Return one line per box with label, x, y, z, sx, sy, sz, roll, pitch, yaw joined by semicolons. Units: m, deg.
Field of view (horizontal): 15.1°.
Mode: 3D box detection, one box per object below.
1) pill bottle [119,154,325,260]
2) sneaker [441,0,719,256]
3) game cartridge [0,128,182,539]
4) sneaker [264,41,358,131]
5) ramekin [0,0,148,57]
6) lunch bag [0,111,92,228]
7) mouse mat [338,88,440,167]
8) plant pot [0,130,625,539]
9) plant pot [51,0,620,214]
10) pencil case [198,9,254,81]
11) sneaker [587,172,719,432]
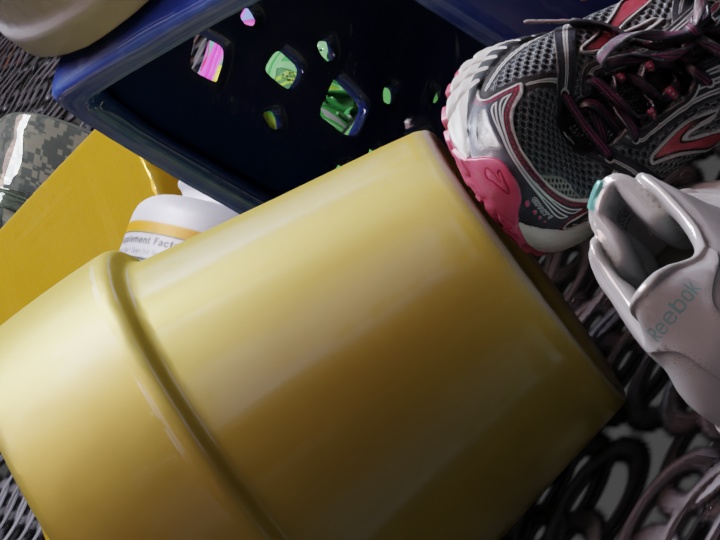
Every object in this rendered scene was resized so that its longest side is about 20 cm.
pill bottle;-0.073;0.039;1.274;0.109;0.109;0.200;-6;63;69
sneaker;0.105;-0.074;1.021;0.200;0.081;0.075;-36;4;-42
game cartridge;-0.130;0.041;1.427;0.176;0.032;0.200;-41;59;37
sneaker;-0.017;-0.087;1.471;0.083;0.074;0.200;-34;28;2
ramekin;-0.120;-0.200;1.159;0.202;0.094;0.203;-38;32;30
lunch bag;-0.210;0.004;1.761;0.200;0.139;0.168;-17;57;65
mouse mat;0.000;0.000;1.303;0.161;0.008;0.200;-48;33;30
plant pot;-0.012;0.053;1.026;0.189;0.201;0.201;-36;19;7
plant pot;0.011;-0.133;1.186;0.200;0.200;0.180;-25;45;43
pencil case;-0.055;-0.132;1.668;0.088;0.088;0.200;-34;25;50
sneaker;0.112;-0.006;0.944;0.075;0.088;0.200;-53;12;10
